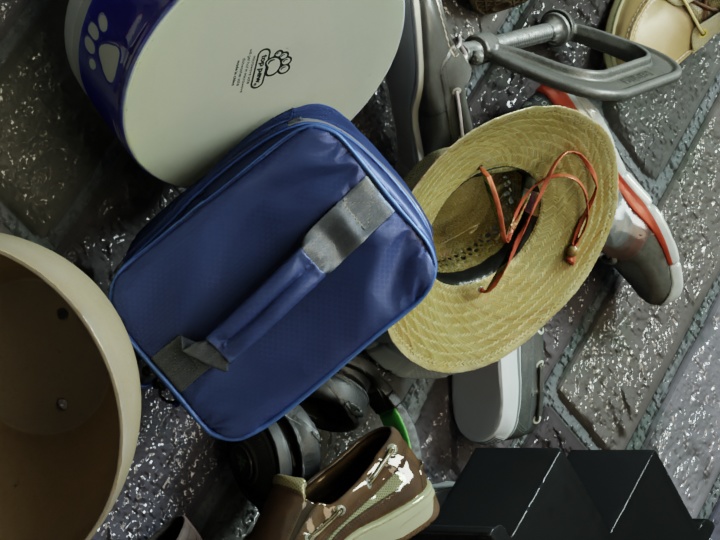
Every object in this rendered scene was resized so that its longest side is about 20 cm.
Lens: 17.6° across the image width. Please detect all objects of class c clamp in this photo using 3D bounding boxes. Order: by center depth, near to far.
[{"bbox_3d":[0.132,-0.158,1.642,0.199,0.170,0.027,-15,123,-54],"label":"c clamp"}]

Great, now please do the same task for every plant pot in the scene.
[{"bbox_3d":[-0.206,0.064,1.310,0.134,0.199,0.202,-45,122,-70],"label":"plant pot"}]

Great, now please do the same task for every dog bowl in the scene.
[{"bbox_3d":[-0.074,-0.148,1.409,0.199,0.079,0.201,-24,145,-18],"label":"dog bowl"}]

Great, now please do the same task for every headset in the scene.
[{"bbox_3d":[-0.035,0.092,1.499,0.200,0.094,0.124,48,58,-10],"label":"headset"}]

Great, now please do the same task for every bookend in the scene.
[{"bbox_3d":[0.138,0.183,1.623,0.201,0.092,0.199,58,47,-29],"label":"bookend"}]

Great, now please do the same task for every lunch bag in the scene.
[{"bbox_3d":[-0.058,0.003,1.374,0.200,0.132,0.136,-41,96,5],"label":"lunch bag"}]

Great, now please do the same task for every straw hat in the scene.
[{"bbox_3d":[0.069,-0.037,1.533,0.200,0.085,0.202,-22,129,-29],"label":"straw hat"}]

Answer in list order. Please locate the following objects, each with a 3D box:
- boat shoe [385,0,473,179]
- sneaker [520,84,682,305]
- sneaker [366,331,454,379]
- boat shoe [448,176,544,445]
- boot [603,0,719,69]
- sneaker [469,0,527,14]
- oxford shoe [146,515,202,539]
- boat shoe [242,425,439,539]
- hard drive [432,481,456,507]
[{"bbox_3d":[0.053,-0.113,1.573,0.057,0.067,0.202,-13,120,-16],"label":"boat shoe"},{"bbox_3d":[0.162,-0.044,1.698,0.082,0.077,0.201,-38,113,-8],"label":"sneaker"},{"bbox_3d":[0.000,0.000,1.560,0.200,0.077,0.082,39,49,-41],"label":"sneaker"},{"bbox_3d":[0.102,0.022,1.645,0.056,0.068,0.202,1,94,-43],"label":"boat shoe"},{"bbox_3d":[0.284,-0.211,1.749,0.200,0.155,0.073,-47,117,-32],"label":"boot"},{"bbox_3d":[0.097,-0.259,1.604,0.070,0.200,0.076,-14,62,-8],"label":"sneaker"},{"bbox_3d":[-0.166,0.209,1.402,0.199,0.071,0.073,-24,101,-50],"label":"oxford shoe"},{"bbox_3d":[-0.043,0.160,1.432,0.202,0.074,0.075,-31,109,-36],"label":"boat shoe"},{"bbox_3d":[0.032,0.257,1.597,0.131,0.026,0.202,-10,96,-41],"label":"hard drive"}]
